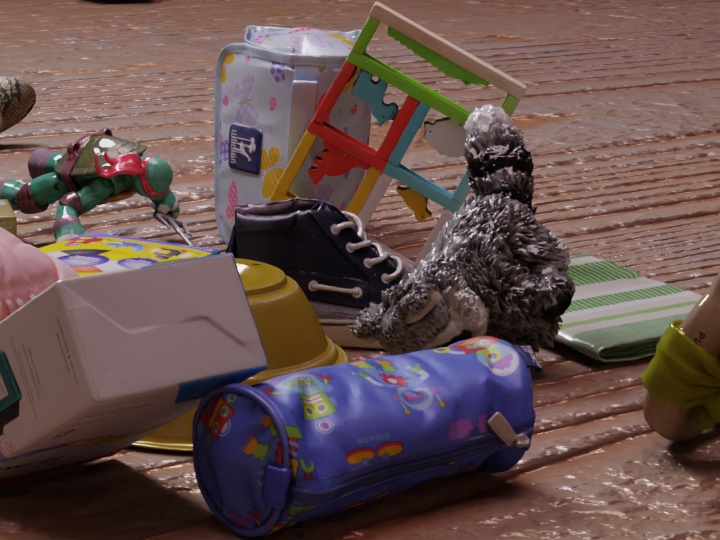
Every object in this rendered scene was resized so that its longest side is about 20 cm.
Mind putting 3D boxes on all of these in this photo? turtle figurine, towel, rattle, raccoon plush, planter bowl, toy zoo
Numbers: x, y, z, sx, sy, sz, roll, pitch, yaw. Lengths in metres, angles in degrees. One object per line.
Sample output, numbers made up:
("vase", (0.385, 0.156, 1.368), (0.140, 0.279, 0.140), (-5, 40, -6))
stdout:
("turtle figurine", (-0.203, -0.061, 1.785), (0.199, 0.101, 0.149), (5, 12, 40))
("towel", (0.164, 0.027, 1.601), (0.152, 0.024, 0.200), (-8, 17, -32))
("rattle", (0.254, 0.069, 1.334), (0.142, 0.131, 0.200), (19, -7, 23))
("raccoon plush", (0.049, -0.016, 1.473), (0.133, 0.097, 0.201), (7, 50, -34))
("planter bowl", (-0.090, 0.041, 1.374), (0.199, 0.084, 0.200), (2, 13, 0))
("toy zoo", (0.020, -0.081, 1.693), (0.131, 0.201, 0.020), (29, 13, -2))

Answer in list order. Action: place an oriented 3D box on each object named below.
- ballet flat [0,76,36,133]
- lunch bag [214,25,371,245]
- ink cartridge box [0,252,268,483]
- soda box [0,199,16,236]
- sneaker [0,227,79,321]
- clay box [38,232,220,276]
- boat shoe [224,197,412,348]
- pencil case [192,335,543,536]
("ballet flat", (-0.412, -0.142, 2.196), (0.199, 0.068, 0.075), (-6, 36, -7))
("lunch bag", (-0.054, -0.105, 1.812), (0.126, 0.171, 0.200), (2, 14, -2))
("ink cartridge box", (-0.155, 0.062, 1.207), (0.116, 0.068, 0.200), (-10, -14, -41))
("soda box", (-0.343, -0.009, 1.595), (0.199, 0.068, 0.064), (-2, 14, -16))
("sneaker", (-0.211, 0.027, 1.354), (0.104, 0.076, 0.200), (29, 12, -14))
("clay box", (-0.194, 0.018, 1.541), (0.114, 0.048, 0.200), (8, 14, 27))
("boat shoe", (0.000, 0.000, 1.537), (0.198, 0.093, 0.075), (-1, 13, -8))
("pencil case", (0.009, 0.086, 1.206), (0.199, 0.079, 0.087), (-9, 25, -39))
